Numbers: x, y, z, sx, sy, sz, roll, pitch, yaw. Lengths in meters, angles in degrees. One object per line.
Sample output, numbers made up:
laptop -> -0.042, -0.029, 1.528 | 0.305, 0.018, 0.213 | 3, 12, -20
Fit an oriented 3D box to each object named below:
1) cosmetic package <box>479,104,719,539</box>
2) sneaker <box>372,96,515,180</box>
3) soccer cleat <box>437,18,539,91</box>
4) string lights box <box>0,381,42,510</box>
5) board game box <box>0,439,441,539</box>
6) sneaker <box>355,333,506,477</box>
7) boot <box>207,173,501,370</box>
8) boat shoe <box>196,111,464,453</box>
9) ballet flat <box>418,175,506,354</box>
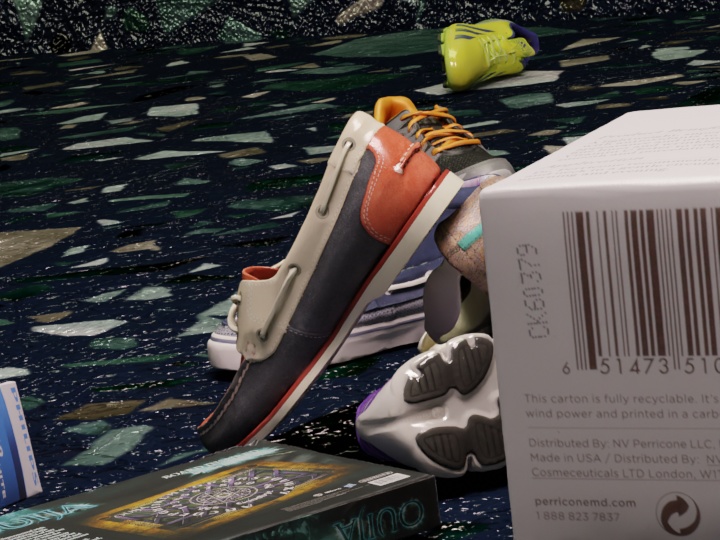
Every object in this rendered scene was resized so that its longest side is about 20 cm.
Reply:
cosmetic package -> 0.166, 0.022, 1.241 | 0.165, 0.165, 0.200 | -1, 12, 25
sneaker -> 0.054, -0.087, 2.189 | 0.078, 0.077, 0.200 | -10, 12, -26
soccer cleat -> 0.132, -0.224, 2.949 | 0.084, 0.065, 0.200 | -1, 11, 17
string lights box -> -0.216, 0.092, 1.274 | 0.103, 0.059, 0.200 | -15, -1, 7
board game box -> -0.084, 0.117, 1.263 | 0.200, 0.028, 0.135 | -14, 12, -34
sneaker -> 0.087, 0.052, 1.397 | 0.200, 0.081, 0.083 | -8, -3, -24
boot -> 0.000, 0.000, 1.689 | 0.200, 0.090, 0.073 | -11, 11, -25
boat shoe -> -0.028, 0.013, 1.400 | 0.063, 0.200, 0.071 | 36, 27, -1
ballet flat -> 0.060, 0.020, 1.439 | 0.067, 0.200, 0.068 | -37, 63, -15
